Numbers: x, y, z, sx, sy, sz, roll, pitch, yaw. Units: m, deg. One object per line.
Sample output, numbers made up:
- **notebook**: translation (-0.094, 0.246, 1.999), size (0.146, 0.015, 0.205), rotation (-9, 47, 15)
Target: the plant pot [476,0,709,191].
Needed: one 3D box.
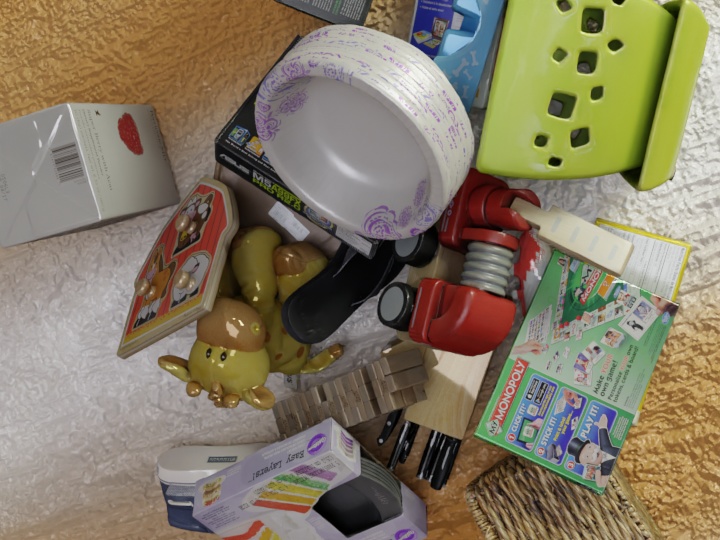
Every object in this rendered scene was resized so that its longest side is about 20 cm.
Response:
- **plant pot**: translation (0.217, -0.179, 1.005), size (0.180, 0.199, 0.202), rotation (13, 102, 5)

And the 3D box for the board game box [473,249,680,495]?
- **board game box**: translation (0.210, 0.097, 1.029), size (0.134, 0.029, 0.201), rotation (24, 80, 9)

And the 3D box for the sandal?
- **sandal**: translation (0.000, 0.001, 1.103), size (0.076, 0.043, 0.200), rotation (48, 63, -17)

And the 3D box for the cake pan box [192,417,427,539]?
- **cake pan box**: translation (-0.049, 0.258, 1.148), size (0.199, 0.053, 0.184), rotation (-27, 127, 22)

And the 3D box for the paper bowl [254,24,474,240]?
- **paper bowl**: translation (0.011, -0.134, 0.970), size (0.200, 0.105, 0.201), rotation (24, 143, 19)

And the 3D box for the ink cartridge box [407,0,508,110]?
- **ink cartridge box**: translation (0.104, -0.273, 1.091), size (0.094, 0.037, 0.202), rotation (14, 104, 15)

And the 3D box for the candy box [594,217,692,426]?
- **candy box**: translation (0.269, 0.054, 1.112), size (0.102, 0.026, 0.201), rotation (16, 102, 10)

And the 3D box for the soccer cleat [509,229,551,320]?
- **soccer cleat**: translation (0.201, 0.043, 1.090), size (0.085, 0.069, 0.202), rotation (-3, 82, 19)

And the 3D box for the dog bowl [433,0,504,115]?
- **dog bowl**: translation (0.106, -0.238, 1.025), size (0.049, 0.112, 0.201), rotation (16, 103, 1)

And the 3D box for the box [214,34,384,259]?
- **box**: translation (-0.027, -0.131, 1.098), size (0.199, 0.044, 0.161), rotation (33, 68, 6)

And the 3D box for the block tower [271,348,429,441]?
- **block tower**: translation (-0.016, 0.141, 1.126), size (0.199, 0.058, 0.054), rotation (-28, 76, 43)

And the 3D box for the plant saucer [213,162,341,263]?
- **plant saucer**: translation (-0.071, -0.090, 1.165), size (0.198, 0.029, 0.202), rotation (2, 100, 12)

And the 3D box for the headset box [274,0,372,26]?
- **headset box**: translation (-0.015, -0.331, 1.032), size (0.092, 0.200, 0.175), rotation (20, 103, -7)

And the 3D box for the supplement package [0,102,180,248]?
- **supplement package**: translation (-0.295, -0.105, 1.123), size (0.119, 0.200, 0.122), rotation (-14, 95, 15)

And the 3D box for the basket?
- **basket**: translation (0.220, 0.269, 1.092), size (0.149, 0.143, 0.201), rotation (-34, 79, 11)

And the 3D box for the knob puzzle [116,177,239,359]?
- **knob puzzle**: translation (-0.197, -0.021, 1.136), size (0.030, 0.220, 0.220), rotation (30, 107, -29)

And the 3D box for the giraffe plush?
- **giraffe plush**: translation (-0.127, 0.069, 1.115), size (0.171, 0.162, 0.201), rotation (-10, 106, 28)

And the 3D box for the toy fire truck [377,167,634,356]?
- **toy fire truck**: translation (0.137, -0.002, 1.008), size (0.199, 0.128, 0.177), rotation (5, 79, 54)

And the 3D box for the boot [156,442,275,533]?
- **boot**: translation (-0.134, 0.254, 1.220), size (0.198, 0.073, 0.091), rotation (1, 114, 14)

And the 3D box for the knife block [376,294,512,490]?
- **knife block**: translation (0.104, 0.140, 1.144), size (0.199, 0.064, 0.176), rotation (-26, 93, 15)
